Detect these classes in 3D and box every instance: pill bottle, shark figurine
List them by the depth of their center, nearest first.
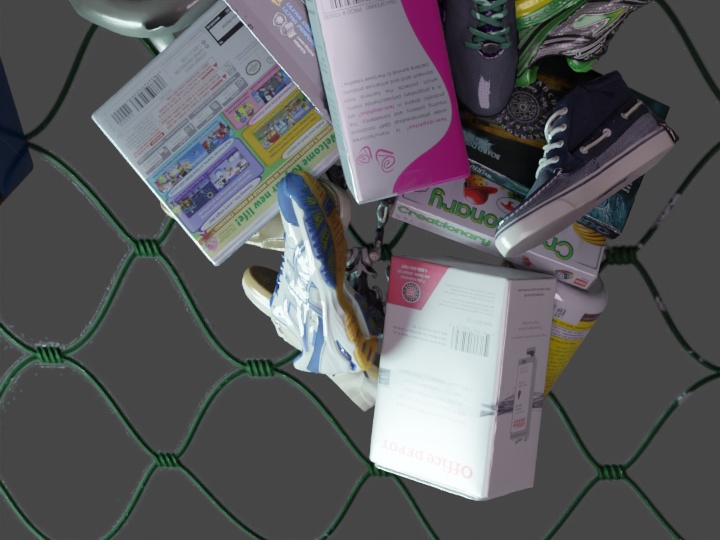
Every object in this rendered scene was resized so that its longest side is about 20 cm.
[{"bbox_3d":[-0.164,-0.256,1.212,0.213,0.090,0.129,-29,109,21],"label":"shark figurine"},{"bbox_3d":[0.152,0.074,1.303,0.108,0.110,0.201,27,115,-5],"label":"pill bottle"}]

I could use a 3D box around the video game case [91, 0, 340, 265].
[{"bbox_3d":[-0.117,-0.138,1.217,0.200,0.022,0.183,-40,91,3],"label":"video game case"}]

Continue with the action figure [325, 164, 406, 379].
[{"bbox_3d":[0.000,0.000,1.299,0.117,0.102,0.203,6,100,3],"label":"action figure"}]

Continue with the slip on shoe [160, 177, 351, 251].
[{"bbox_3d":[-0.103,-0.061,1.266,0.198,0.060,0.077,12,97,30],"label":"slip on shoe"}]

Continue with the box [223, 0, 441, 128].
[{"bbox_3d":[-0.012,-0.262,1.156,0.198,0.050,0.200,-40,103,4],"label":"box"}]

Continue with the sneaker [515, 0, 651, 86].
[{"bbox_3d":[0.210,-0.226,1.165,0.198,0.078,0.086,-22,93,19],"label":"sneaker"}]

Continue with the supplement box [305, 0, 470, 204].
[{"bbox_3d":[0.018,-0.170,1.103,0.100,0.103,0.203,-13,103,-4],"label":"supplement box"}]

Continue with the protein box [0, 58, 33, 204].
[{"bbox_3d":[-0.456,-0.152,1.274,0.197,0.135,0.201,-7,114,11],"label":"protein box"}]

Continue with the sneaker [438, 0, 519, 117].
[{"bbox_3d":[0.100,-0.228,1.104,0.073,0.088,0.203,-5,100,-2],"label":"sneaker"}]

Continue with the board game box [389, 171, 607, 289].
[{"bbox_3d":[0.139,-0.075,1.233,0.198,0.127,0.035,20,154,-2],"label":"board game box"}]

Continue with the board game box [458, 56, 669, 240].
[{"bbox_3d":[0.171,-0.131,1.209,0.198,0.028,0.137,25,77,-3],"label":"board game box"}]

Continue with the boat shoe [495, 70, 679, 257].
[{"bbox_3d":[0.179,-0.096,1.158,0.199,0.075,0.093,-32,79,-21],"label":"boat shoe"}]

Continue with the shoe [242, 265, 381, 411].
[{"bbox_3d":[-0.048,0.072,1.353,0.199,0.070,0.053,39,106,-12],"label":"shoe"}]

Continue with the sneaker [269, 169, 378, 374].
[{"bbox_3d":[-0.053,0.009,1.212,0.087,0.075,0.202,-10,109,22],"label":"sneaker"}]

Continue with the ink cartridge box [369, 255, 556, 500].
[{"bbox_3d":[0.093,0.095,1.228,0.145,0.082,0.203,11,98,42],"label":"ink cartridge box"}]
